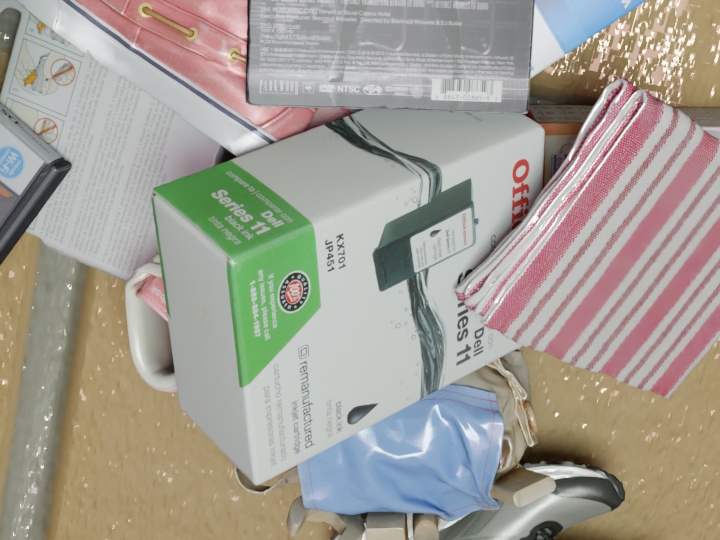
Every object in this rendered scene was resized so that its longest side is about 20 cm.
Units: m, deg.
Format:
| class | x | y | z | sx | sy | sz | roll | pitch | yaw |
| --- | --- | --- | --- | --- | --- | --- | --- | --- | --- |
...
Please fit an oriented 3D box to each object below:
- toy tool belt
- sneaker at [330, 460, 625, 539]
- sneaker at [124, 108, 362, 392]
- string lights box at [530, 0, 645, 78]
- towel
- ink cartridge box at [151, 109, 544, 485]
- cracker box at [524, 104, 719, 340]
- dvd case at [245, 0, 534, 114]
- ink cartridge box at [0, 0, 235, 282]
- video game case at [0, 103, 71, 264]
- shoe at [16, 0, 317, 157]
| class | x | y | z | sx | sy | sz | roll | pitch | yaw |
| --- | --- | --- | --- | --- | --- | --- | --- | --- | --- |
| toy tool belt | 0.010 | 0.110 | 0.794 | 0.198 | 0.123 | 0.126 | -8 | 115 | 4 |
| sneaker | 0.079 | 0.181 | 0.868 | 0.199 | 0.080 | 0.074 | -24 | 151 | 12 |
| sneaker | -0.066 | -0.011 | 0.760 | 0.075 | 0.104 | 0.201 | 38 | 113 | 22 |
| string lights box | 0.148 | -0.188 | 0.741 | 0.199 | 0.103 | 0.059 | -34 | 105 | 11 |
| towel | 0.156 | -0.010 | 0.739 | 0.199 | 0.030 | 0.147 | 22 | 110 | -43 |
| ink cartridge box | 0.000 | 0.000 | 0.717 | 0.199 | 0.083 | 0.148 | -25 | 130 | -28 |
| cracker box | 0.194 | -0.029 | 0.820 | 0.198 | 0.058 | 0.135 | 2 | 109 | 0 |
| dvd case | 0.018 | -0.182 | 0.674 | 0.147 | 0.016 | 0.202 | 1 | 101 | -7 |
| ink cartridge box | -0.153 | -0.107 | 0.799 | 0.172 | 0.044 | 0.202 | 23 | 108 | 7 |
| video game case | -0.299 | -0.045 | 0.806 | 0.180 | 0.026 | 0.200 | 40 | 105 | 0 |
| shoe | -0.101 | -0.142 | 0.725 | 0.199 | 0.071 | 0.091 | 35 | 94 | 7 |
